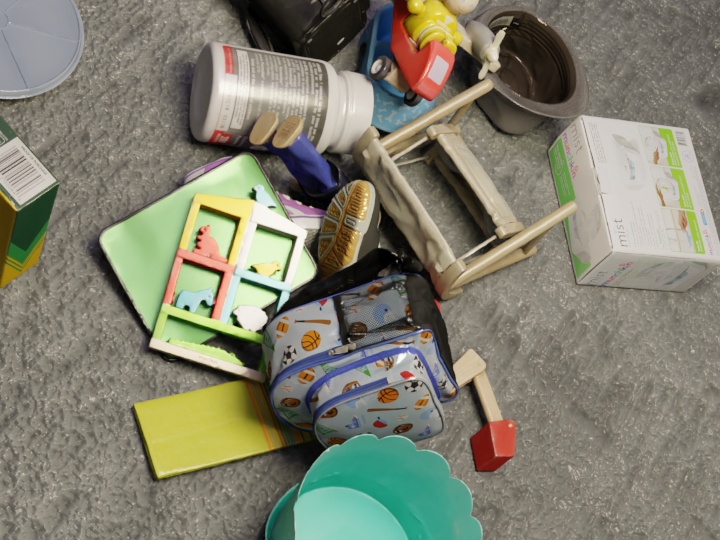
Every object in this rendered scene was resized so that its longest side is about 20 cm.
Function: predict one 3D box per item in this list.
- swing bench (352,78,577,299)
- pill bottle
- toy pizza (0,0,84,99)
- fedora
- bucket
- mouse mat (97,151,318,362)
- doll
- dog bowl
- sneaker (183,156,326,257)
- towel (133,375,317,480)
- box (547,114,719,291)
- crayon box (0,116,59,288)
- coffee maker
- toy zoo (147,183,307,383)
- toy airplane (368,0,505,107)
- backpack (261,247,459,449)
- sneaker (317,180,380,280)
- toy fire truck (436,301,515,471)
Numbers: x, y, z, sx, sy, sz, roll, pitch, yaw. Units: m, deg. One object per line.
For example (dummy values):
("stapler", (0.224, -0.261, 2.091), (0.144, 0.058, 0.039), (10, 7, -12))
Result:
("swing bench", (0.112, -0.090, 1.510), (0.198, 0.130, 0.201), (-26, 76, -28))
("pill bottle", (-0.092, -0.195, 1.478), (0.197, 0.114, 0.116), (6, 60, -22))
("toy pizza", (-0.411, -0.274, 1.424), (0.197, 0.032, 0.203), (12, 59, -20))
("fedora", (0.206, -0.251, 1.661), (0.174, 0.091, 0.202), (4, 55, -25))
("bucket", (0.004, 0.275, 1.250), (0.204, 0.135, 0.210), (12, 59, -20))
("mouse mat", (-0.162, -0.016, 1.360), (0.198, 0.008, 0.162), (-30, 90, -14))
("doll", (-0.038, -0.101, 1.438), (0.200, 0.135, 0.049), (44, 69, -43))
("dog bowl", (0.052, -0.262, 1.602), (0.110, 0.050, 0.202), (14, 51, -7))
("sneaker", (-0.106, -0.079, 1.435), (0.197, 0.073, 0.116), (4, 58, -23))
("towel", (-0.134, 0.158, 1.325), (0.197, 0.018, 0.087), (-10, 63, -28))
("box", (0.354, -0.086, 1.635), (0.174, 0.097, 0.203), (3, 62, -23))
("crayon box", (-0.392, -0.104, 1.251), (0.200, 0.173, 0.058), (48, 58, 5))
("coffee maker", (-0.088, -0.367, 1.526), (0.134, 0.192, 0.200), (-38, 81, -26))
("toy zoo", (-0.136, 0.004, 1.349), (0.129, 0.020, 0.203), (17, 79, -11))
("toy airplane", (0.084, -0.310, 1.496), (0.199, 0.140, 0.201), (-28, 91, -53))
("backpack", (-0.003, 0.100, 1.290), (0.187, 0.201, 0.156), (-11, 52, 11))
("sneaker", (0.000, 0.000, 1.398), (0.086, 0.203, 0.076), (3, 17, -29))
("toy fire truck", (0.097, 0.121, 1.431), (0.139, 0.049, 0.203), (7, 60, -22))
